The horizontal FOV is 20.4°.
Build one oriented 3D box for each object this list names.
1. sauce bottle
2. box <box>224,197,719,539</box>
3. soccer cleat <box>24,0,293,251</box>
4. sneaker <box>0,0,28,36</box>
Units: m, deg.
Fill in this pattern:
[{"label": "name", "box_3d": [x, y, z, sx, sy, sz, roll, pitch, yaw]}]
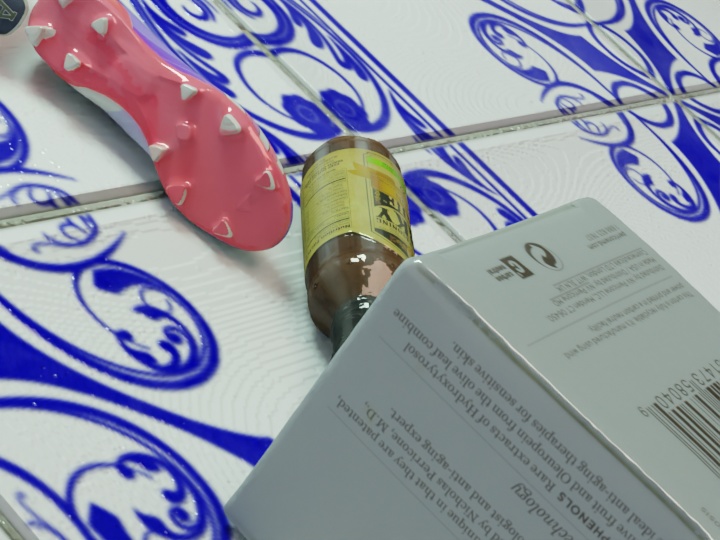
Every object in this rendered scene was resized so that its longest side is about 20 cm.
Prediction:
[{"label": "sauce bottle", "box_3d": [0.000, 0.000, 1.113, 0.065, 0.065, 0.200, 25, 31, -21]}, {"label": "box", "box_3d": [0.091, 0.100, 0.940, 0.200, 0.171, 0.199, 43, 28, 16]}, {"label": "soccer cleat", "box_3d": [-0.107, -0.090, 1.137, 0.200, 0.067, 0.076, 43, 12, 9]}, {"label": "sneaker", "box_3d": [-0.223, -0.201, 1.180, 0.090, 0.067, 0.200, 34, 27, -21]}]
